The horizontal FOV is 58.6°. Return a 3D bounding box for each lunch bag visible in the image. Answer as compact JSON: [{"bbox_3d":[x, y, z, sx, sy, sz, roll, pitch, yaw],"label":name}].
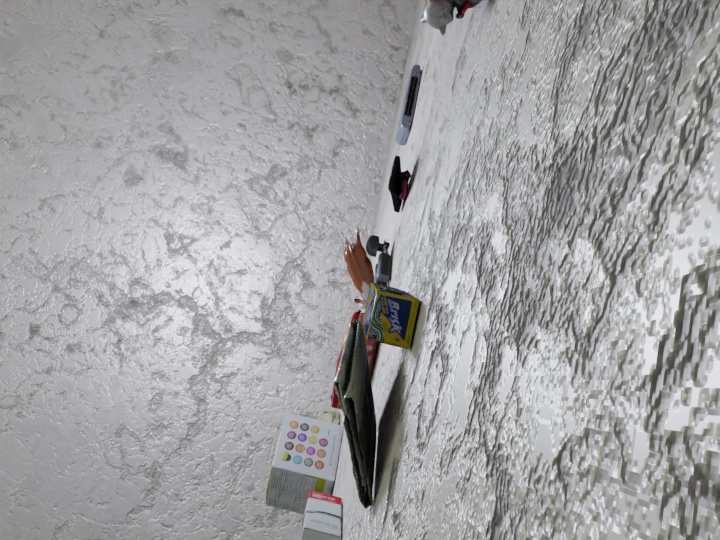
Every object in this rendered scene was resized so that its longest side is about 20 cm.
[{"bbox_3d":[-0.008,0.200,1.452,0.176,0.079,0.206,-69,-6,-76],"label":"lunch bag"}]

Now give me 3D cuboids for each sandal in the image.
[{"bbox_3d":[0.095,-0.195,1.464,0.201,0.044,0.077,68,-143,-68],"label":"sandal"}]

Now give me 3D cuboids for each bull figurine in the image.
[{"bbox_3d":[0.000,0.000,1.601,0.123,0.063,0.204,-99,-3,-49],"label":"bull figurine"}]

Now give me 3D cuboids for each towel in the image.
[{"bbox_3d":[-0.005,0.206,0.946,0.201,0.033,0.199,-83,-14,-65],"label":"towel"}]

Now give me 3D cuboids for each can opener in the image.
[{"bbox_3d":[0.043,-0.016,1.519,0.202,0.064,0.054,-91,14,-61],"label":"can opener"}]

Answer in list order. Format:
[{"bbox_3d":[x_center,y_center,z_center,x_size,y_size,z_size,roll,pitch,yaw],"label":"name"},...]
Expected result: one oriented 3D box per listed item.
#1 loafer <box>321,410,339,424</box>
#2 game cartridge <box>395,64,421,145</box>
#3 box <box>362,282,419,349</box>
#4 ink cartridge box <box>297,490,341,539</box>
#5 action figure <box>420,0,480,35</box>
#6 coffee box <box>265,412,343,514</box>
[{"bbox_3d":[-0.112,0.559,2.325,0.200,0.066,0.078,-147,70,-88],"label":"loafer"},{"bbox_3d":[0.142,-0.484,1.903,0.133,0.039,0.207,94,-173,-76],"label":"game cartridge"},{"bbox_3d":[0.041,0.063,0.949,0.200,0.062,0.073,-124,46,-88],"label":"box"},{"bbox_3d":[-0.092,0.580,1.354,0.200,0.081,0.149,-137,61,-87],"label":"ink cartridge box"},{"bbox_3d":[0.130,-0.413,0.845,0.200,0.102,0.199,-95,27,-77],"label":"action figure"},{"bbox_3d":[-0.174,0.602,1.984,0.202,0.191,0.204,-79,3,-52],"label":"coffee box"}]
